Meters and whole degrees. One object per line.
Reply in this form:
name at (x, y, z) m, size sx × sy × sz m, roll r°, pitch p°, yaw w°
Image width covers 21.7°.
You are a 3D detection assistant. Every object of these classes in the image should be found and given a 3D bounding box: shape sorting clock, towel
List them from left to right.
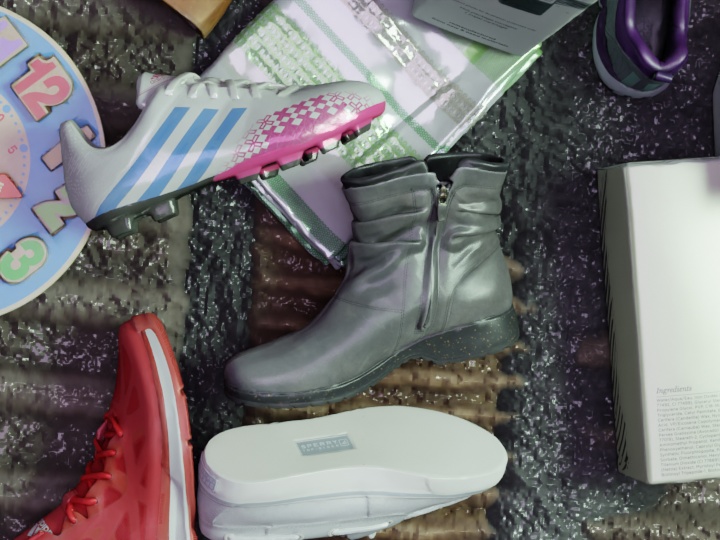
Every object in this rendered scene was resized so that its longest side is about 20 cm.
shape sorting clock at (-0.254, -0.067, 1.137) m, size 0.198 × 0.039 × 0.202 m, roll 0°, pitch 90°, yaw -8°
towel at (0.001, -0.121, 1.177) m, size 0.149 × 0.031 × 0.200 m, roll 45°, pitch 84°, yaw -7°

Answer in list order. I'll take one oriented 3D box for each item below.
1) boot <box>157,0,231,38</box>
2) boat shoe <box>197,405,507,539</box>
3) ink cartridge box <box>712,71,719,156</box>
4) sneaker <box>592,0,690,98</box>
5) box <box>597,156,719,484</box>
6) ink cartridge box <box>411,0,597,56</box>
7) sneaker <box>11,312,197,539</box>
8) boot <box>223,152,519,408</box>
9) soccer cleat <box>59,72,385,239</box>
boot at (-0.102, -0.276, 1.158) m, size 0.188 × 0.068 × 0.200 m, roll 44°, pitch 92°, yaw -13°
boat shoe at (-0.006, 0.135, 1.161) m, size 0.199 × 0.072 × 0.069 m, roll -6°, pitch 129°, yaw -26°
ink cartridge box at (0.260, -0.142, 1.148) m, size 0.047 × 0.160 × 0.202 m, roll -5°, pitch 91°, yaw -9°
sneaker at (0.185, -0.211, 1.173) m, size 0.074 × 0.088 × 0.202 m, roll -4°, pitch 91°, yaw -8°
box at (0.202, 0.031, 1.188) m, size 0.082 × 0.068 × 0.202 m, roll -3°, pitch 91°, yaw -8°
ink cartridge box at (0.110, -0.227, 1.093) m, size 0.083 × 0.200 × 0.148 m, roll 18°, pitch 77°, yaw -12°
sneaker at (-0.159, 0.130, 1.134) m, size 0.115 × 0.078 × 0.202 m, roll -6°, pitch 90°, yaw -9°
boot at (0.000, 0.000, 1.144) m, size 0.199 × 0.070 × 0.133 m, roll -17°, pitch 113°, yaw -19°
soccer cleat at (-0.085, -0.089, 1.117) m, size 0.199 × 0.070 × 0.087 m, roll -22°, pitch 92°, yaw -7°
